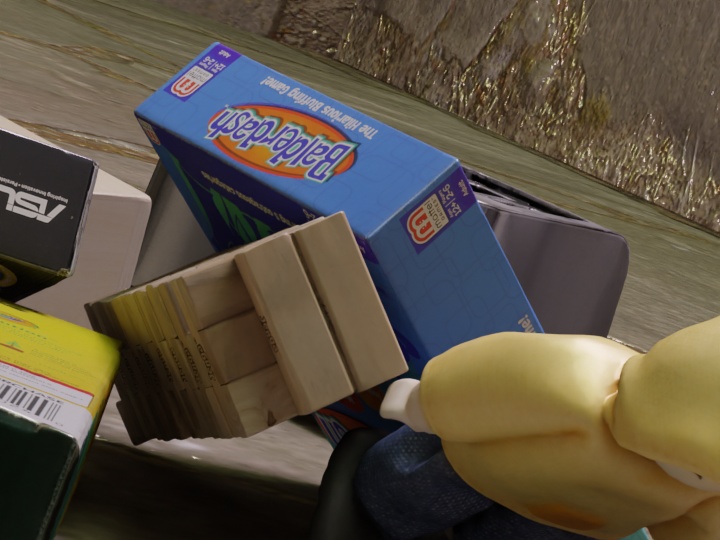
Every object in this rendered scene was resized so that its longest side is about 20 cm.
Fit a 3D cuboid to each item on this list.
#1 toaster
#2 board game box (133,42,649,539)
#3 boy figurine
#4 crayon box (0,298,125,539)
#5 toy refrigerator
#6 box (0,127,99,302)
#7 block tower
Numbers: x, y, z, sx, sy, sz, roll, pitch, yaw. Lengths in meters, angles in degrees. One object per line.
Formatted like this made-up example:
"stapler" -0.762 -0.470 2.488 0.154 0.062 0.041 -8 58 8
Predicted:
"toaster" 0.000 0.000 1.214 0.180 0.119 0.200 24 8 30
"board game box" 0.015 0.026 0.939 0.152 0.045 0.201 29 -25 51
"boy figurine" 0.070 0.062 0.794 0.124 0.065 0.200 33 -30 -23
"crayon box" -0.140 0.035 0.804 0.126 0.051 0.200 21 6 -2
"toy refrigerator" -0.184 -0.034 1.136 0.076 0.070 0.199 3 17 -46
"box" -0.210 -0.035 0.934 0.199 0.045 0.160 19 -15 -21
"block tower" -0.045 0.022 0.884 0.054 0.058 0.200 -22 1 -16
